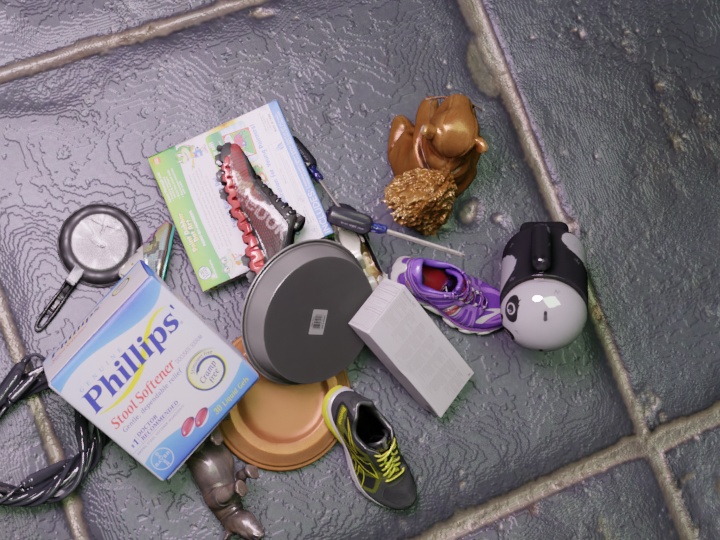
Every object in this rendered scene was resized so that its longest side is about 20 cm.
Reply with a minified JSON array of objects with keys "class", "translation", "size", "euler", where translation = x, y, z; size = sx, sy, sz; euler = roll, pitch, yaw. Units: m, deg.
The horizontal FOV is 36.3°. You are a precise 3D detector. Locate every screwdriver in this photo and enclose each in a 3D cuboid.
[{"class":"screwdriver","translation":[-0.045,-0.113,1.524],"size":[0.029,0.028,0.200],"euler":[-18,60,-43]},{"class":"screwdriver","translation":[0.050,-0.052,1.475],"size":[0.198,0.028,0.029],"euler":[12,96,-12]}]

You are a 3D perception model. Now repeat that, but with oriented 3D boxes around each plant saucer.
[{"class":"plant saucer","translation":[-0.107,0.172,1.497],"size":[0.198,0.037,0.203],"euler":[2,81,-12]}]

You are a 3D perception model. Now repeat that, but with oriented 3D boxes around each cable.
[{"class":"cable","translation":[-0.417,0.219,1.420],"size":[0.162,0.051,0.201],"euler":[35,71,-10]}]

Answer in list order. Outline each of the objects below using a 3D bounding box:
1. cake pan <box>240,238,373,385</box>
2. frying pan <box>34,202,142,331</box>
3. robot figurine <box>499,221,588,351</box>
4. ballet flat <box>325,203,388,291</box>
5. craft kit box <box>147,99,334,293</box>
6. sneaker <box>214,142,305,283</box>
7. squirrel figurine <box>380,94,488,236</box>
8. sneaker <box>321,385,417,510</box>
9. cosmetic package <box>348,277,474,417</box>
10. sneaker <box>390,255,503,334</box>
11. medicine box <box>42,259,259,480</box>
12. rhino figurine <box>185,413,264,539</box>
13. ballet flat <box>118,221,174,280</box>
[{"class":"cake pan","translation":[-0.062,0.060,1.434],"size":[0.199,0.037,0.203],"euler":[-13,113,-32]},{"class":"frying pan","translation":[-0.381,-0.017,1.472],"size":[0.189,0.031,0.116],"euler":[-33,89,-18]},{"class":"robot figurine","translation":[0.253,0.019,1.532],"size":[0.150,0.124,0.201],"euler":[37,40,-25]},{"class":"ballet flat","translation":[0.000,0.000,1.530],"size":[0.072,0.073,0.202],"euler":[-21,87,-15]},{"class":"craft kit box","translation":[-0.162,-0.100,1.499],"size":[0.196,0.049,0.202],"euler":[-23,87,-1]},{"class":"sneaker","translation":[-0.126,-0.079,1.441],"size":[0.097,0.071,0.202],"euler":[-20,89,2]},{"class":"squirrel figurine","translation":[0.110,-0.146,1.516],"size":[0.140,0.187,0.202],"euler":[20,78,-9]},{"class":"sneaker","translation":[0.019,0.246,1.472],"size":[0.074,0.084,0.201],"euler":[-40,107,-21]},{"class":"cosmetic package","translation":[0.071,0.106,1.490],"size":[0.083,0.050,0.200],"euler":[-49,127,-14]},{"class":"sneaker","translation":[0.137,0.035,1.537],"size":[0.198,0.083,0.082],"euler":[19,75,-26]},{"class":"medicine box","translation":[-0.264,0.125,1.385],"size":[0.182,0.103,0.200],"euler":[-47,114,-5]},{"class":"rhino figurine","translation":[-0.177,0.284,1.445],"size":[0.060,0.087,0.202],"euler":[-22,87,-54]},{"class":"ballet flat","translation":[-0.289,0.032,1.464],"size":[0.070,0.069,0.202],"euler":[4,86,-9]}]
